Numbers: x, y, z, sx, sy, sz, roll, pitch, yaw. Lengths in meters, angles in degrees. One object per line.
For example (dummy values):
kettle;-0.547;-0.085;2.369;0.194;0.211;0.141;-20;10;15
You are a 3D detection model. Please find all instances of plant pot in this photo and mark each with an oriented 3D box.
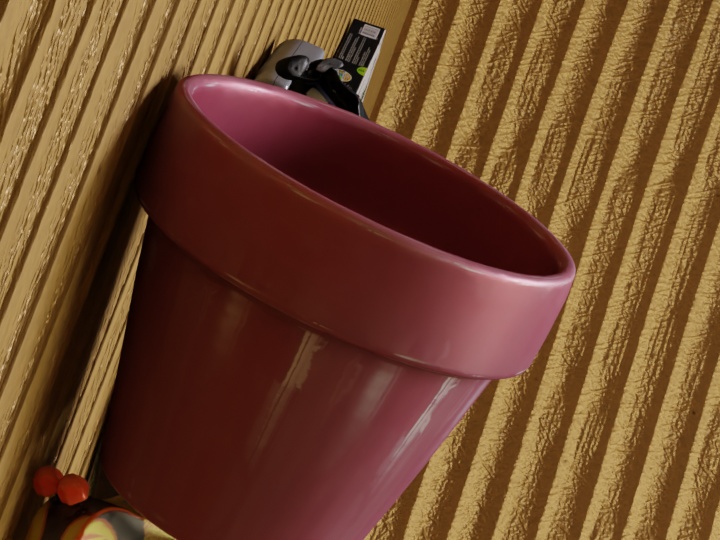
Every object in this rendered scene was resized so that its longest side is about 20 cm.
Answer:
plant pot;-0.027;0.033;1.006;0.200;0.200;0.179;-66;-178;-75

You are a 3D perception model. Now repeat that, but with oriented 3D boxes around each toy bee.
toy bee;-0.109;0.134;1.025;0.200;0.131;0.109;-48;135;-59

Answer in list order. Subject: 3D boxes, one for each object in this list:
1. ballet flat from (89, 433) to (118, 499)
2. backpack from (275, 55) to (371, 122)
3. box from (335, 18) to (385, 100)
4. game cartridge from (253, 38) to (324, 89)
ballet flat;-0.122;0.125;1.248;0.071;0.071;0.200;-64;179;-80
backpack;0.000;0.000;1.281;0.154;0.190;0.200;-47;156;-3
box;-0.024;-0.148;2.074;0.200;0.035;0.110;-69;178;-58
game cartridge;-0.074;-0.047;1.421;0.133;0.041;0.200;-80;-172;-70
